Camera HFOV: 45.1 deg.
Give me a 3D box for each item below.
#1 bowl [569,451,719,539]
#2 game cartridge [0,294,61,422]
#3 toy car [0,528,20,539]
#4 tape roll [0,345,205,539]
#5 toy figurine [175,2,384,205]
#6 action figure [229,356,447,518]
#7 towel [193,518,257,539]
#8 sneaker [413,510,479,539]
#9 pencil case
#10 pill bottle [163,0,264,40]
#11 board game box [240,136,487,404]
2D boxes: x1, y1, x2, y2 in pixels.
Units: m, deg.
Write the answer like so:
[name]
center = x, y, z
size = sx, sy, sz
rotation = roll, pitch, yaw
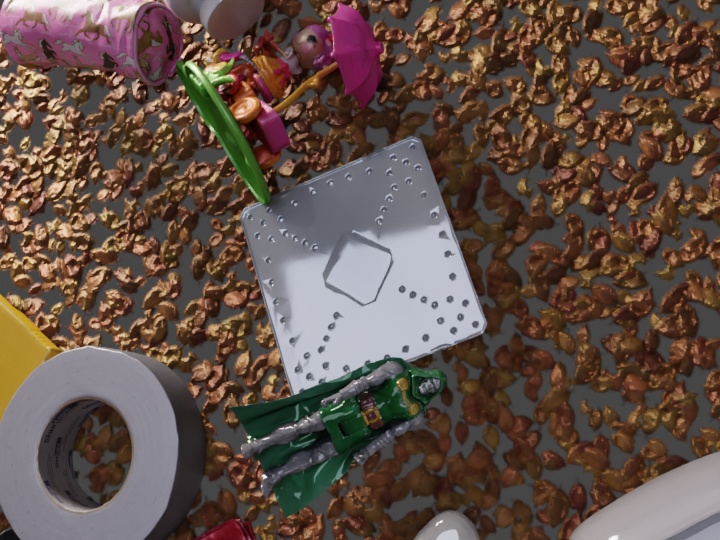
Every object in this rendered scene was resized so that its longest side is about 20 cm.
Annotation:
[bowl]
center = 0.288, 0.266, 0.698
size = 0.197, 0.075, 0.203
rotation = -28, 75, 5
[game cartridge]
center = -0.430, 0.102, 0.921
size = 0.199, 0.032, 0.178
rotation = 37, 89, 14
[toy car]
center = -0.355, 0.339, 0.800
size = 0.154, 0.165, 0.205
rotation = -4, 66, 12
[tape roll]
center = -0.253, 0.179, 0.845
size = 0.195, 0.066, 0.206
rotation = -2, 80, 13
[toy figurine]
center = -0.067, -0.190, 0.856
size = 0.182, 0.152, 0.200
rotation = -33, 43, -10
[action figure]
center = -0.010, 0.138, 0.793
size = 0.197, 0.055, 0.120
rotation = -27, 102, 5
[towel]
center = -0.133, 0.352, 0.807
size = 0.142, 0.022, 0.204
rotation = -26, 75, 8
[sneaker]
center = 0.046, 0.305, 0.742
size = 0.072, 0.085, 0.204
rotation = 24, 84, 18
[pencil case]
center = -0.281, -0.244, 0.907
size = 0.196, 0.086, 0.085
rotation = 12, 101, 25
[pill bottle]
center = -0.178, -0.338, 0.901
size = 0.110, 0.111, 0.202
rotation = -35, 73, 4
[board game box]
center = 0.000, 0.000, 0.840
size = 0.196, 0.026, 0.204
rotation = -21, 75, 9
